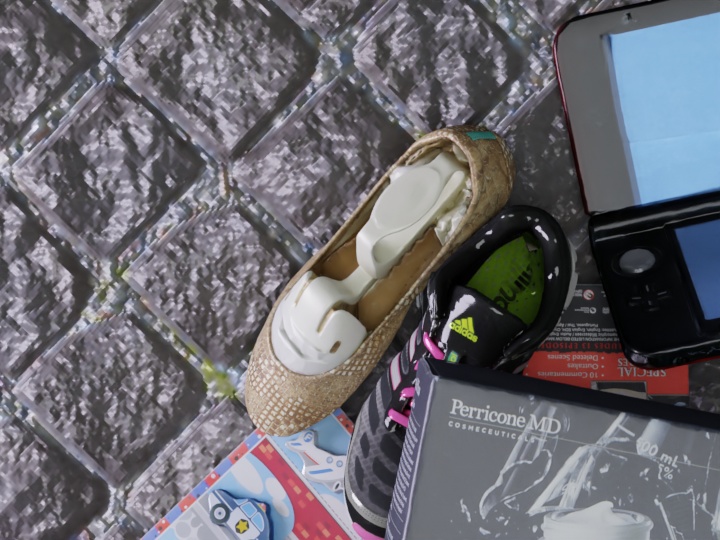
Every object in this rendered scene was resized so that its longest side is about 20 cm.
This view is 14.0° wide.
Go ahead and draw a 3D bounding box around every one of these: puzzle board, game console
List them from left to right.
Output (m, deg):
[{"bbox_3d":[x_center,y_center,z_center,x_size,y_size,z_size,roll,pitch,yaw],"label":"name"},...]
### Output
[{"bbox_3d":[-0.017,0.179,1.539,0.151,0.017,0.200,-43,72,5],"label":"puzzle board"},{"bbox_3d":[0.213,-0.057,1.503,0.199,0.173,0.119,-12,124,1],"label":"game console"}]

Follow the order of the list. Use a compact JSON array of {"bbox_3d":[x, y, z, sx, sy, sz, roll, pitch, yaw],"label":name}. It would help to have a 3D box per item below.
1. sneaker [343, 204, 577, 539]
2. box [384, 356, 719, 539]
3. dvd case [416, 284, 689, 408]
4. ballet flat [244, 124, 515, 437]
[{"bbox_3d":[0.050,0.046,1.483,0.073,0.088,0.200,28,72,13],"label":"sneaker"},{"bbox_3d":[0.109,0.151,1.405,0.199,0.104,0.183,10,92,-3],"label":"box"},{"bbox_3d":[0.100,0.103,1.517,0.145,0.022,0.201,0,68,2],"label":"dvd case"},{"bbox_3d":[0.000,0.000,1.525,0.070,0.065,0.200,39,93,22],"label":"ballet flat"}]
